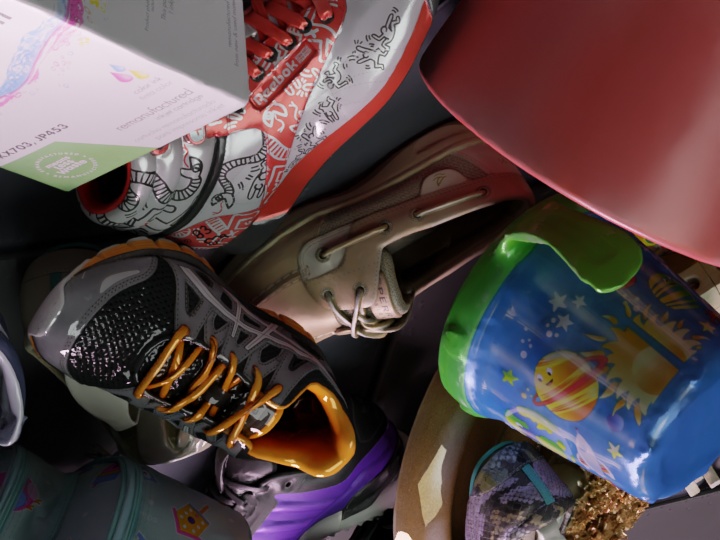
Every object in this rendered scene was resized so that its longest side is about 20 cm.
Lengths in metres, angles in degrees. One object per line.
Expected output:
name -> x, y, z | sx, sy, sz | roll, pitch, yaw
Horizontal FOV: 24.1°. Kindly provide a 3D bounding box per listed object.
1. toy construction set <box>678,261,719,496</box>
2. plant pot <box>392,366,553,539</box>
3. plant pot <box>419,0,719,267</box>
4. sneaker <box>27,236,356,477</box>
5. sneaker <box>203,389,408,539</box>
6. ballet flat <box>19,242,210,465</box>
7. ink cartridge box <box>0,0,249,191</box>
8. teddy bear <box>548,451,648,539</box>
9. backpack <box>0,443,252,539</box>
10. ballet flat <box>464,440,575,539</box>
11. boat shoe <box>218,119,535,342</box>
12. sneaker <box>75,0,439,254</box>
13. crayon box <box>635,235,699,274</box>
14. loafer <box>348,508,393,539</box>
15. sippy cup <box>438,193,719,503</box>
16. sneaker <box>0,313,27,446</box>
toy construction set -> 0.229, 0.034, 0.998 | 0.200, 0.092, 0.131 | -44, 140, -3
plant pot -> 0.086, 0.107, 1.020 | 0.200, 0.027, 0.201 | -36, 136, -44
plant pot -> 0.153, -0.125, 0.782 | 0.200, 0.200, 0.178 | 11, 115, -42
sneaker -> -0.070, 0.046, 0.799 | 0.199, 0.077, 0.078 | 22, 111, -48
sneaker -> -0.068, 0.137, 1.002 | 0.200, 0.070, 0.100 | -37, 135, 0
ballet flat -> -0.120, 0.064, 0.877 | 0.069, 0.070, 0.200 | -32, 142, 0
ink cartridge box -> -0.152, -0.102, 0.638 | 0.117, 0.068, 0.199 | -21, 153, 36
teddy bear -> 0.169, 0.134, 1.087 | 0.200, 0.066, 0.146 | -11, 120, -63
backpack -> -0.150, 0.175, 0.846 | 0.153, 0.177, 0.199 | 38, 151, -26
ballet flat -> 0.091, 0.186, 0.977 | 0.072, 0.072, 0.201 | -18, 137, -18
boat shoe -> 0.000, 0.000, 0.894 | 0.199, 0.065, 0.072 | -33, 142, 1
sneaker -> -0.051, -0.090, 0.759 | 0.107, 0.067, 0.202 | 8, 129, -44
crayon box -> 0.208, -0.041, 1.010 | 0.127, 0.051, 0.200 | -40, 141, 10
loafer -> 0.022, 0.182, 1.048 | 0.070, 0.068, 0.200 | -26, -174, 40
sippy cup -> 0.132, 0.047, 0.885 | 0.177, 0.130, 0.140 | 12, 111, -54
sneaker -> -0.210, 0.070, 0.785 | 0.070, 0.109, 0.201 | -3, 134, -32
